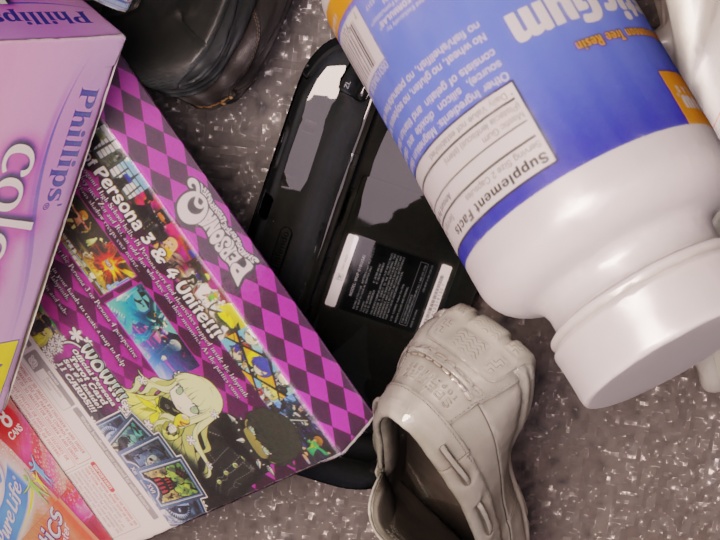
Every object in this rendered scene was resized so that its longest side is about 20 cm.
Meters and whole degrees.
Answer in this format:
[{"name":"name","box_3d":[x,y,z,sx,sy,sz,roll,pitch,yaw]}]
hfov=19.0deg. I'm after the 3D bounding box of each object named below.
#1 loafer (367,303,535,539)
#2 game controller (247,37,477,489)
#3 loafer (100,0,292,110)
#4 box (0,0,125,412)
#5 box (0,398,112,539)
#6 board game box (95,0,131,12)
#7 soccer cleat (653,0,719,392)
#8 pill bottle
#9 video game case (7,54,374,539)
[{"name":"loafer","box_3d":[0.031,0.094,0.899,0.070,0.070,0.200,34,150,27]},{"name":"game controller","box_3d":[0.000,0.000,0.945,0.104,0.042,0.201,16,105,-14]},{"name":"loafer","box_3d":[-0.043,-0.163,0.892,0.073,0.072,0.201,25,88,25]},{"name":"box","box_3d":[-0.209,-0.063,0.846,0.200,0.096,0.176,40,122,31]},{"name":"box","box_3d":[-0.220,0.149,0.941,0.200,0.103,0.095,-30,99,25]},{"name":"board game box","box_3d":[-0.113,-0.201,0.772,0.200,0.062,0.201,12,86,41]},{"name":"soccer cleat","box_3d":[0.159,-0.047,0.902,0.077,0.069,0.201,-5,100,3]},{"name":"pill bottle","box_3d":[0.076,-0.052,0.844,0.112,0.112,0.200,-32,74,11]},{"name":"video game case","box_3d":[-0.114,0.017,0.912,0.181,0.036,0.200,-28,101,43]}]
